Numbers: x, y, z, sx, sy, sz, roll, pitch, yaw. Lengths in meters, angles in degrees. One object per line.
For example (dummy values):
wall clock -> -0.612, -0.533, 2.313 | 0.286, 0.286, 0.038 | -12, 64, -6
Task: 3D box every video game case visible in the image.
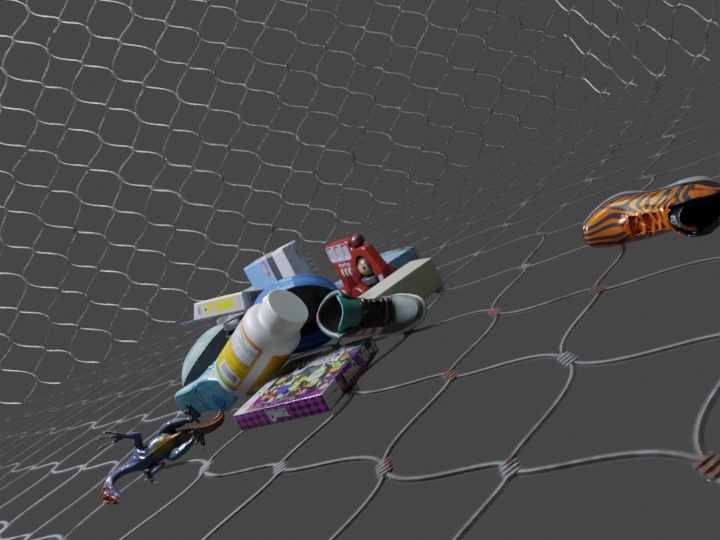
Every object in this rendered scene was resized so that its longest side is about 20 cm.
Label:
video game case -> -0.088, 0.188, 0.896 | 0.199, 0.036, 0.181 | -21, 11, 33
video game case -> -0.235, 0.097, 1.325 | 0.180, 0.024, 0.200 | -17, 7, -3

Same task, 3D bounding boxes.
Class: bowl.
bowl -> -0.124, 0.089, 1.073 | 0.199, 0.201, 0.040 | -27, 46, 4

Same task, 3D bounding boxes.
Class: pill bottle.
pill bottle -> -0.179, 0.132, 0.983 | 0.200, 0.111, 0.111 | -53, -3, 28

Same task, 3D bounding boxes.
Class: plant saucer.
plant saucer -> -0.394, 0.205, 1.346 | 0.202, 0.039, 0.201 | -56, -3, -4

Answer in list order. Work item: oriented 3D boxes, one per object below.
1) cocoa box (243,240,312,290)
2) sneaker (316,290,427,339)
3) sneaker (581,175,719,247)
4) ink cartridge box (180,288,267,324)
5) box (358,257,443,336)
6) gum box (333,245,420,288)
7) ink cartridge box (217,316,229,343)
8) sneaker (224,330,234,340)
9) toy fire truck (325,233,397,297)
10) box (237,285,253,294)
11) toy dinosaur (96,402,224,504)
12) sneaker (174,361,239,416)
cocoa box -> -0.209, 0.041, 1.501 | 0.130, 0.201, 0.133 | -25, 9, 14
sneaker -> 0.007, 0.073, 0.926 | 0.198, 0.084, 0.121 | -13, -15, 22
sneaker -> 0.422, -0.078, 0.767 | 0.199, 0.078, 0.112 | -23, 9, 23
ink cartridge box -> -0.255, 0.071, 1.168 | 0.199, 0.047, 0.197 | -10, -1, 32
box -> 0.069, 0.052, 1.081 | 0.199, 0.069, 0.082 | -32, 11, -28
gum box -> 0.042, 0.003, 1.478 | 0.199, 0.045, 0.170 | -32, 10, -29
ink cartridge box -> -0.300, 0.136, 1.514 | 0.067, 0.116, 0.200 | -22, 12, 31
sneaker -> -0.305, 0.178, 1.358 | 0.070, 0.100, 0.200 | -33, 10, -24
toy fire truck -> 0.000, 0.000, 1.239 | 0.112, 0.169, 0.200 | -32, 11, -27
box -> -0.341, 0.096, 1.899 | 0.176, 0.097, 0.200 | -29, 11, -23
toy dinosaur -> -0.341, 0.320, 0.903 | 0.181, 0.105, 0.200 | -39, -29, 7
sneaker -> -0.285, 0.227, 1.107 | 0.199, 0.080, 0.131 | -19, 14, 37
